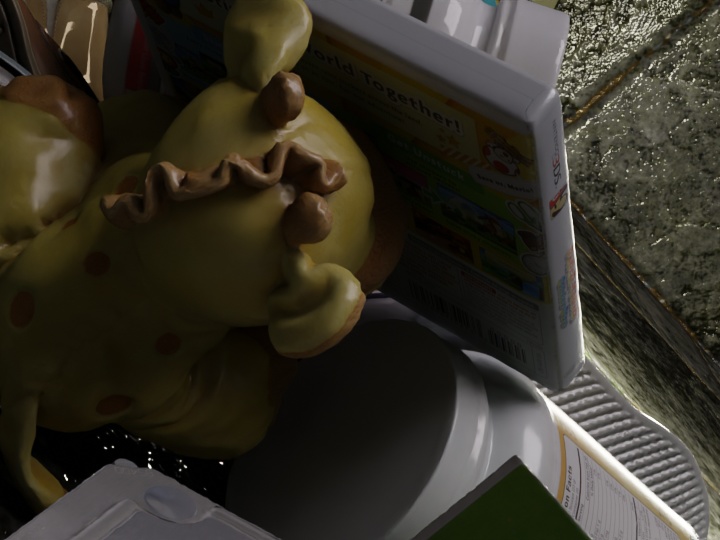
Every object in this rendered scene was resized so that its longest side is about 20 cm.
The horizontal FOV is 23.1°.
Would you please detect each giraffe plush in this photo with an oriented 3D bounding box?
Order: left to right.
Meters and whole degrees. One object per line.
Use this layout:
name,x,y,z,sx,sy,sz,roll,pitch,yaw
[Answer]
giraffe plush,-0.057,-0.015,0.631,0.173,0.162,0.200,61,33,-3

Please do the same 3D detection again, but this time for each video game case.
video game case,-0.003,-0.049,0.687,0.200,0.023,0.182,31,-23,26

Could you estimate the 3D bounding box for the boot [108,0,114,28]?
boot,-0.085,-0.126,0.927,0.074,0.200,0.155,-4,40,-39

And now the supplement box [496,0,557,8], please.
supplement box,-0.014,-0.149,1.061,0.200,0.200,0.134,7,-26,48

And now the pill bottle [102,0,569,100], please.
pill bottle,-0.011,-0.100,0.829,0.200,0.114,0.114,16,14,1

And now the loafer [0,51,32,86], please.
loafer,-0.138,-0.023,0.724,0.200,0.072,0.063,48,18,-17

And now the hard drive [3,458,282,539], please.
hard drive,-0.020,0.132,0.479,0.200,0.038,0.140,27,24,14

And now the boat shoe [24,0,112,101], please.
boat shoe,-0.160,-0.118,0.912,0.200,0.076,0.072,56,13,25

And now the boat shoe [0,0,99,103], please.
boat shoe,-0.164,-0.079,0.817,0.200,0.072,0.068,59,8,-2

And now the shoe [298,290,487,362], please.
shoe,0.000,0.000,0.813,0.071,0.200,0.091,60,33,-58

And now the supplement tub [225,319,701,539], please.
supplement tub,0.052,0.125,0.767,0.200,0.145,0.145,41,15,-34

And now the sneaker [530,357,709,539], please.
sneaker,0.103,0.090,0.924,0.114,0.073,0.201,17,-29,52

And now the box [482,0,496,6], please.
box,0.044,-0.065,0.925,0.049,0.082,0.200,-49,128,-63

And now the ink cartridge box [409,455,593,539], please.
ink cartridge box,0.073,0.176,0.679,0.200,0.148,0.076,48,12,-6
